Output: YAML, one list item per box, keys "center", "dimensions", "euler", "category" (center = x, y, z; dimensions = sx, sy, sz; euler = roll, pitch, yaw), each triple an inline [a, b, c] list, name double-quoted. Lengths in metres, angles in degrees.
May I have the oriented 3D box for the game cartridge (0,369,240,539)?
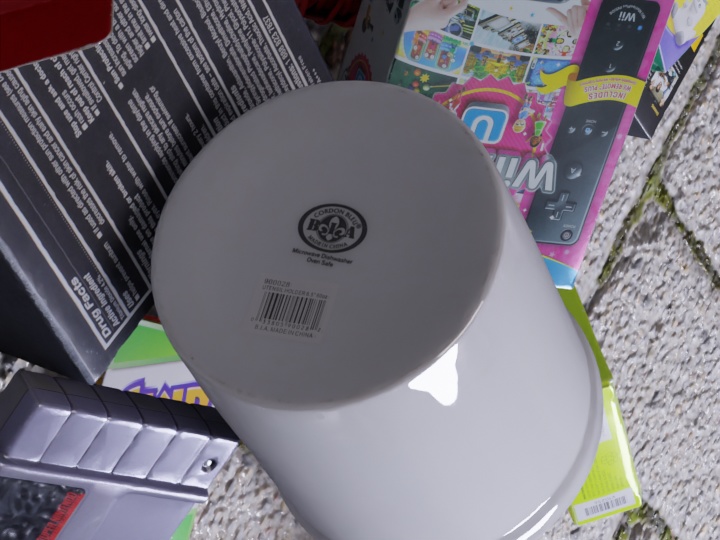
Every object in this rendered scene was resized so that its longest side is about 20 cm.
- center: [-0.157, 0.138, 1.018]
  dimensions: [0.130, 0.038, 0.200]
  euler: [12, 120, -48]
  category: "game cartridge"

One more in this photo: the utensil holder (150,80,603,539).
- center: [0.011, 0.029, 0.996]
  dimensions: [0.170, 0.170, 0.200]
  euler: [-61, 154, -18]
  category: "utensil holder"

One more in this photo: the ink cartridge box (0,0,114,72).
- center: [-0.192, -0.129, 0.794]
  dimensions: [0.176, 0.200, 0.084]
  euler: [-99, 172, -56]
  category: "ink cartridge box"

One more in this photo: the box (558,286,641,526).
- center: [0.109, 0.034, 1.283]
  dimensions: [0.048, 0.200, 0.122]
  euler: [-18, 137, 1]
  category: "box"

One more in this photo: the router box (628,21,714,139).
- center: [0.157, -0.203, 1.352]
  dimensions: [0.157, 0.052, 0.200]
  euler: [-60, 138, -18]
  category: "router box"

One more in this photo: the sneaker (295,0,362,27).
- center: [0.010, -0.147, 1.133]
  dimensions: [0.200, 0.116, 0.078]
  euler: [-24, 160, -43]
  category: "sneaker"

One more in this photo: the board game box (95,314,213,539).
- center: [-0.121, 0.107, 1.136]
  dimensions: [0.095, 0.030, 0.200]
  euler: [17, 85, -50]
  category: "board game box"

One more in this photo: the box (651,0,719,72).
- center: [0.210, -0.224, 1.329]
  dimensions: [0.200, 0.048, 0.117]
  euler: [-48, 134, -31]
  category: "box"

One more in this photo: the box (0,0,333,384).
- center: [-0.142, -0.095, 0.972]
  dimensions: [0.198, 0.123, 0.200]
  euler: [-53, 137, -27]
  category: "box"

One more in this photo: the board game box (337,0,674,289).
- center: [0.067, -0.095, 1.118]
  dimensions: [0.147, 0.064, 0.200]
  euler: [4, 120, -24]
  category: "board game box"
